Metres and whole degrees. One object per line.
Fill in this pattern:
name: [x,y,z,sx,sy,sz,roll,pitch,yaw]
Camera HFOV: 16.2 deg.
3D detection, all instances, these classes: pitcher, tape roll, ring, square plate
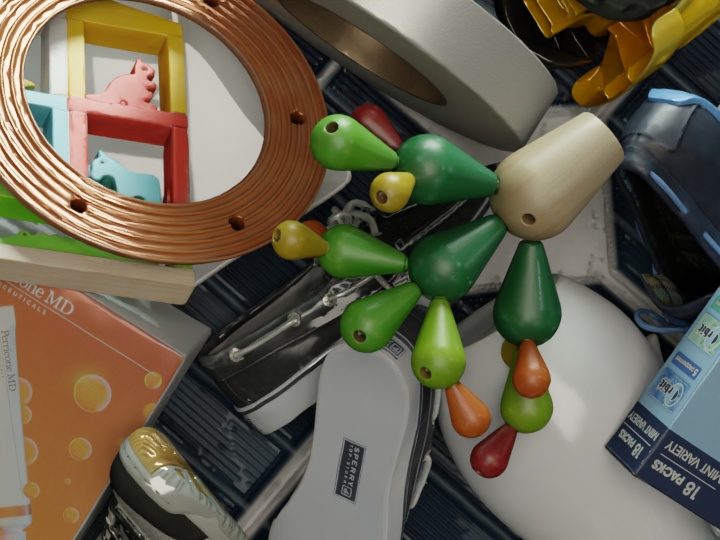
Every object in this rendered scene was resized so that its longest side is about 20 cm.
pitcher: [0.142,0.092,1.359,0.171,0.121,0.200,-38,100,-27]
tape roll: [0.009,-0.130,1.300,0.203,0.203,0.037,33,85,-3]
ring: [-0.112,-0.084,1.295,0.200,0.019,0.201,12,54,-17]
square plate: [-0.140,-0.076,1.375,0.198,0.028,0.200,-35,92,-4]

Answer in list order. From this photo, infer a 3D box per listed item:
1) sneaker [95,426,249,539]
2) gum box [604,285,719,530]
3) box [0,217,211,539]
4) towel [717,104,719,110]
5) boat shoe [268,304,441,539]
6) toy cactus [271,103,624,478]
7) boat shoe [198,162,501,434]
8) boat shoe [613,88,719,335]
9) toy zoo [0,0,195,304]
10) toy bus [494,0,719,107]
sneaker: [-0.105,0.148,1.289,0.088,0.200,0.076,-35,67,-9]
gum box: [0.250,0.056,1.290,0.170,0.045,0.200,32,95,-24]
box: [-0.186,0.088,1.316,0.124,0.097,0.200,32,98,0]
towel: [0.282,-0.051,1.339,0.200,0.034,0.133,43,76,-13]
boat shoe: [0.003,0.105,1.343,0.072,0.068,0.200,25,125,21]
toy cactus: [0.057,-0.013,1.235,0.165,0.102,0.200,-39,103,-9]
boat shoe: [-0.001,-0.001,1.362,0.199,0.074,0.068,-39,107,6]
boat shoe: [0.171,-0.001,1.315,0.069,0.084,0.200,-48,123,-30]
toy zoo: [-0.153,-0.079,1.298,0.131,0.020,0.200,9,54,-19]
toy bus: [0.148,-0.219,1.354,0.192,0.136,0.200,-33,89,-17]
